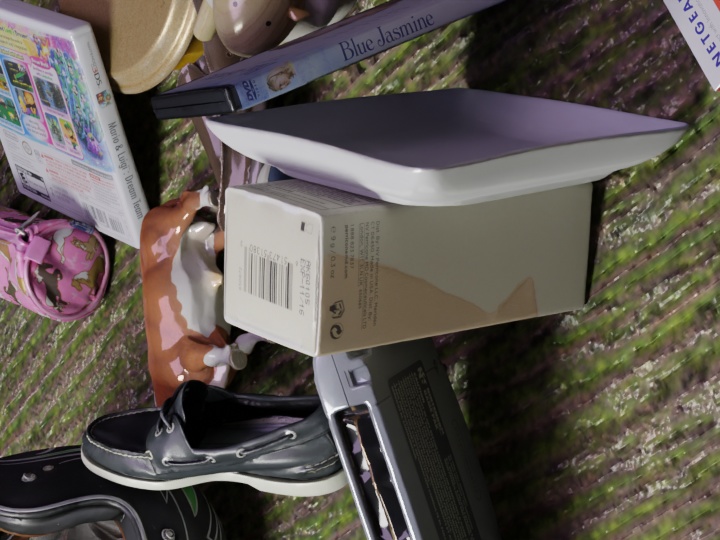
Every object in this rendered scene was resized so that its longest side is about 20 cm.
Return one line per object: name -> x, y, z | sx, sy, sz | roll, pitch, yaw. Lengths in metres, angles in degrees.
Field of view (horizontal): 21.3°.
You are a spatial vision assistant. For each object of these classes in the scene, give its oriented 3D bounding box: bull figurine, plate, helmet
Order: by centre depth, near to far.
plate -> 0.047, -0.069, 1.060 | 0.199, 0.198, 0.033 | 15, 111, 50
helmet -> -0.183, 0.216, 1.343 | 0.200, 0.188, 0.203 | -171, 90, -86
bull figurine -> -0.113, 0.039, 1.360 | 0.121, 0.065, 0.202 | -25, 72, 44

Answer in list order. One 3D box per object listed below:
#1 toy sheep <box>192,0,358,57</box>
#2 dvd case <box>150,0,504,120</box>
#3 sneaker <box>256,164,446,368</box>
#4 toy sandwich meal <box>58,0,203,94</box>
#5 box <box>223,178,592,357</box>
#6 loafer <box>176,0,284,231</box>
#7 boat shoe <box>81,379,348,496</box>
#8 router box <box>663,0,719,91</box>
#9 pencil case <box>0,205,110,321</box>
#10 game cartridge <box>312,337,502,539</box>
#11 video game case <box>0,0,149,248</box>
toy sheep -> -0.046, -0.216, 1.229 | 0.137, 0.137, 0.201 | -30, 34, 46
dvd case -> -0.015, -0.132, 1.120 | 0.142, 0.199, 0.018 | 7, 120, 66
sneaker -> 0.000, 0.000, 1.219 | 0.084, 0.075, 0.202 | -39, 66, 38
toy sandwich meal -> -0.158, -0.224, 1.424 | 0.204, 0.070, 0.208 | 1, 92, 48
box -> 0.029, -0.012, 1.071 | 0.095, 0.198, 0.079 | 18, 111, 51
loafer -> -0.089, -0.115, 1.313 | 0.070, 0.073, 0.202 | -3, 75, 9
boat shoe -> -0.100, 0.104, 1.272 | 0.197, 0.075, 0.067 | 6, 125, 24
router box -> 0.208, -0.224, 0.977 | 0.180, 0.048, 0.201 | -48, 54, 39
pencil case -> -0.283, -0.016, 1.555 | 0.199, 0.082, 0.088 | 15, 110, 52
game cartridge -> 0.035, 0.125, 1.104 | 0.041, 0.133, 0.202 | -18, 91, 17
video game case -> -0.240, -0.122, 1.489 | 0.199, 0.024, 0.184 | 23, 135, 49
